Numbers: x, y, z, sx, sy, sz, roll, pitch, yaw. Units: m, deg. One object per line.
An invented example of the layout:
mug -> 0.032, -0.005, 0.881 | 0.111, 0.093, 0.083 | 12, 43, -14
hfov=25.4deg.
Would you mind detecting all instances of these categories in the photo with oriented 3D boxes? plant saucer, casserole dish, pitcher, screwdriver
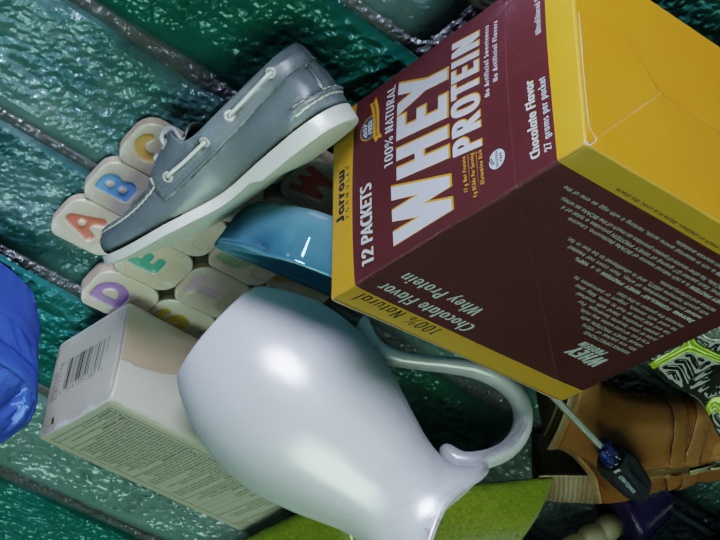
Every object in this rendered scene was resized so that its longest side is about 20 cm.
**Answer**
plant saucer -> 0.017, 0.207, 1.192 | 0.198, 0.048, 0.200 | 0, 160, -34
casserole dish -> 0.000, 0.000, 1.017 | 0.199, 0.039, 0.121 | 24, 173, -35
pitcher -> -0.002, 0.089, 1.031 | 0.200, 0.172, 0.121 | 41, 156, 7
screwdriver -> 0.162, 0.114, 1.096 | 0.029, 0.028, 0.200 | 4, 154, 28

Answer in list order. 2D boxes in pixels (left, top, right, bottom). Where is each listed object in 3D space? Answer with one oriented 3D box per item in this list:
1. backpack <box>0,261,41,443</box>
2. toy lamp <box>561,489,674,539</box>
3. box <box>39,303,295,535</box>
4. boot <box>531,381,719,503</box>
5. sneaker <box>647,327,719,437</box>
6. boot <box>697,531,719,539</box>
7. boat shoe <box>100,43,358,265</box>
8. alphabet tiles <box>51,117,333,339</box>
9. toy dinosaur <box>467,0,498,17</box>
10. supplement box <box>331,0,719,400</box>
backpack -> -0.302, 0.080, 1.034 | 0.199, 0.169, 0.162 | -33, 136, 21
toy lamp -> 0.161, 0.218, 1.245 | 0.199, 0.058, 0.059 | -22, 142, -26
box -> -0.116, 0.111, 1.132 | 0.199, 0.078, 0.095 | 32, 139, -33
boot -> 0.207, 0.106, 1.179 | 0.153, 0.074, 0.201 | -5, 147, 0
sneaker -> 0.249, 0.052, 1.131 | 0.075, 0.077, 0.201 | -26, 114, 22
boot -> 0.324, 0.276, 1.364 | 0.199, 0.066, 0.165 | -32, 122, 21
boat shoe -> -0.090, -0.067, 0.972 | 0.199, 0.073, 0.062 | -31, 87, 30
alphabet tiles -> -0.094, -0.021, 1.057 | 0.195, 0.015, 0.200 | 29, 127, -30
toy dinosaur -> 0.087, -0.192, 0.880 | 0.087, 0.048, 0.201 | -9, 133, 13
supplement box -> 0.119, -0.045, 0.932 | 0.196, 0.134, 0.199 | 24, 141, -33
